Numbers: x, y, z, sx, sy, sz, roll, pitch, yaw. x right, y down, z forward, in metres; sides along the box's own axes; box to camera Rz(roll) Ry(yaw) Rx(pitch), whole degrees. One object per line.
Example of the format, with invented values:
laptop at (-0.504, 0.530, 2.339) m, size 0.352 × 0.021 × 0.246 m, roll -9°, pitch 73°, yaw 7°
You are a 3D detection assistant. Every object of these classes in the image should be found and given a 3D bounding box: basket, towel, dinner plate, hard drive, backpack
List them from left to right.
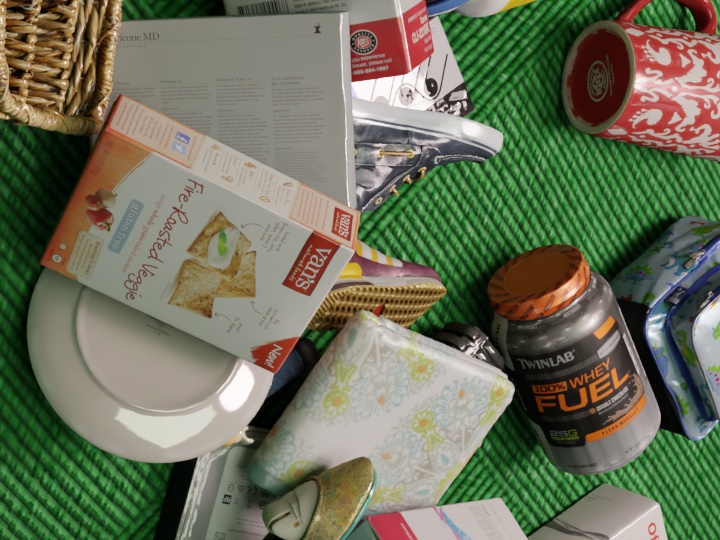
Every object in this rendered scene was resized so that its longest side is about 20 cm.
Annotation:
basket at (-0.228, -0.201, 0.997) m, size 0.148 × 0.143 × 0.202 m, roll 10°, pitch 91°, yaw -14°
dinner plate at (-0.156, 0.047, 1.130) m, size 0.199 × 0.024 × 0.202 m, roll 8°, pitch 69°, yaw -20°
hard drive at (-0.106, 0.228, 1.243) m, size 0.139 × 0.038 × 0.201 m, roll 17°, pitch 88°, yaw -36°
towel at (0.021, 0.132, 1.237) m, size 0.199 × 0.048 × 0.172 m, roll 24°, pitch 104°, yaw -40°
backpack at (0.354, 0.053, 1.482) m, size 0.200 × 0.147 × 0.184 m, roll -44°, pitch 122°, yaw -25°

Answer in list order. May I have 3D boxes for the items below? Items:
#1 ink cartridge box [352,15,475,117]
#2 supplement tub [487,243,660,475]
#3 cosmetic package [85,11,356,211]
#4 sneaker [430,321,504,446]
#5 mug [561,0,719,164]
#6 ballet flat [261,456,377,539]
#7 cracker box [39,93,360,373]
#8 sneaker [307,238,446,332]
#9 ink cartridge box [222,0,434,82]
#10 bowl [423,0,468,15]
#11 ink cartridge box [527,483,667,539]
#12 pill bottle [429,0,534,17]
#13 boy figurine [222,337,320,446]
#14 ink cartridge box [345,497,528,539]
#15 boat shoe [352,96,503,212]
ink cartridge box at (0.003, -0.131, 1.260) m, size 0.200 × 0.044 × 0.094 m, roll -37°, pitch 115°, yaw -26°
supplement tub at (0.200, 0.084, 1.389) m, size 0.122 × 0.122 × 0.201 m, roll -39°, pitch 117°, yaw -25°
cosmetic package at (-0.105, -0.117, 1.110) m, size 0.198 × 0.052 × 0.152 m, roll -1°, pitch 103°, yaw 6°
sneaker at (0.055, 0.081, 1.321) m, size 0.200 × 0.070 × 0.100 m, roll 32°, pitch 76°, yaw -40°
mug at (0.297, -0.189, 1.439) m, size 0.199 × 0.178 × 0.134 m, roll 3°, pitch 132°, yaw -32°
ballet flat at (-0.064, 0.224, 1.178) m, size 0.070 × 0.071 × 0.200 m, roll 24°, pitch 110°, yaw -36°
cracker box at (-0.117, -0.023, 1.077) m, size 0.199 × 0.058 × 0.134 m, roll 25°, pitch 124°, yaw -12°
sneaker at (0.000, 0.000, 1.262) m, size 0.075 × 0.090 × 0.200 m, roll -43°, pitch 157°, yaw 21°
ink cartridge box at (-0.035, -0.250, 1.143) m, size 0.084 × 0.143 × 0.201 m, roll -50°, pitch 131°, yaw -63°
bowl at (0.034, -0.302, 1.170) m, size 0.039 × 0.199 × 0.202 m, roll -47°, pitch 129°, yaw -65°
ink cartridge box at (0.221, 0.328, 1.467) m, size 0.199 × 0.083 × 0.147 m, roll -28°, pitch 113°, yaw -29°
pill bottle at (0.125, -0.286, 1.283) m, size 0.199 × 0.111 × 0.112 m, roll -23°, pitch 110°, yaw -31°
boy figurine at (-0.129, 0.091, 1.178) m, size 0.199 × 0.064 × 0.125 m, roll -22°, pitch 75°, yaw -30°
ink cartridge box at (0.043, 0.276, 1.264) m, size 0.199 × 0.086 × 0.148 m, roll 5°, pitch 134°, yaw -48°
boat shoe at (0.025, -0.090, 1.215) m, size 0.199 × 0.071 × 0.092 m, roll 7°, pitch 92°, yaw -28°
